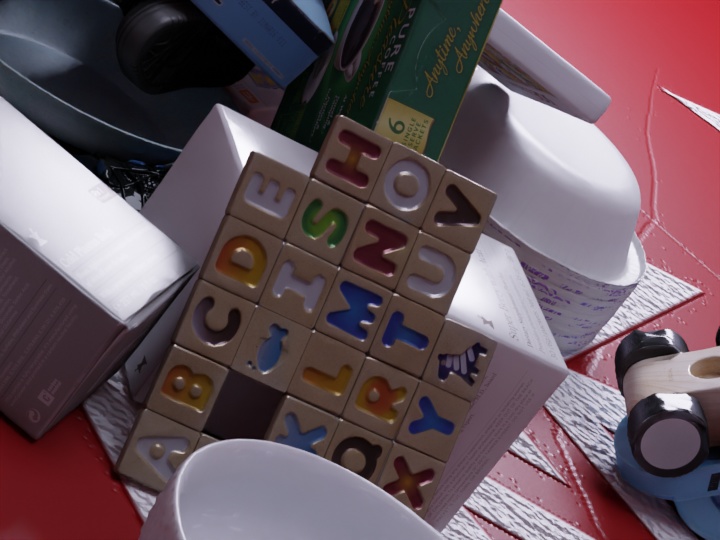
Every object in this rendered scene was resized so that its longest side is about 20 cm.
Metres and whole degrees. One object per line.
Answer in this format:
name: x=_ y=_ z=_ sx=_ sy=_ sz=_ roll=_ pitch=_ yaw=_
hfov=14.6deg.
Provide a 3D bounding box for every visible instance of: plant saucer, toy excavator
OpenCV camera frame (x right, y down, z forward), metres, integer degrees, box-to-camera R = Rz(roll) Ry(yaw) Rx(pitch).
plant saucer: x=-0.160 y=-0.109 z=1.589 sx=0.200 sy=0.039 sz=0.201 roll=28 pitch=20 yaw=-11
toy excavator: x=0.256 y=0.130 z=1.702 sx=0.193 sy=0.201 sz=0.100 roll=-10 pitch=30 yaw=2

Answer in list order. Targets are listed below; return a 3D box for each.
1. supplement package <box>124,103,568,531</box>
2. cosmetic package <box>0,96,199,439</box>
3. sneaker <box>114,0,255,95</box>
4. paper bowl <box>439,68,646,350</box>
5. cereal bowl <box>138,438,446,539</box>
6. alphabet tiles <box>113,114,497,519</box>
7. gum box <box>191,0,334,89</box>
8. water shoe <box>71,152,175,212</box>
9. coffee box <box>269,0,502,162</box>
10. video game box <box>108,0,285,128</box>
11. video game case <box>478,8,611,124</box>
supplement package: x=-0.015 y=0.026 z=1.451 sx=0.199 sy=0.120 sz=0.121 roll=25 pitch=25 yaw=-28
cosmetic package: x=-0.188 y=-0.024 z=1.332 sx=0.200 sy=0.090 sz=0.107 roll=41 pitch=25 yaw=0
sneaker: x=-0.116 y=-0.156 z=1.612 sx=0.104 sy=0.060 sz=0.200 roll=46 pitch=15 yaw=13
paper bowl: x=0.100 y=-0.051 z=1.801 sx=0.200 sy=0.104 sz=0.201 roll=33 pitch=22 yaw=-15
cereal bowl: x=-0.019 y=0.171 z=1.212 sx=0.200 sy=0.083 sz=0.200 roll=31 pitch=22 yaw=-15
alphabet tiles: x=-0.011 y=0.035 z=1.363 sx=0.167 sy=0.201 sz=0.008 roll=25 pitch=-4 yaw=-28
gum box: x=-0.095 y=-0.207 z=1.594 sx=0.170 sy=0.045 sz=0.200 roll=44 pitch=14 yaw=-22
water shoe: x=-0.093 y=-0.041 z=1.517 sx=0.199 sy=0.079 sz=0.072 roll=18 pitch=29 yaw=-40
coffee box: x=0.010 y=-0.107 z=1.516 sx=0.044 sy=0.123 sz=0.200 roll=24 pitch=-8 yaw=-17
video game box: x=-0.096 y=-0.151 z=1.775 sx=0.182 sy=0.047 sz=0.200 roll=46 pitch=23 yaw=13
video game case: x=0.044 y=-0.162 z=1.663 sx=0.200 sy=0.023 sz=0.182 roll=37 pitch=0 yaw=-16
